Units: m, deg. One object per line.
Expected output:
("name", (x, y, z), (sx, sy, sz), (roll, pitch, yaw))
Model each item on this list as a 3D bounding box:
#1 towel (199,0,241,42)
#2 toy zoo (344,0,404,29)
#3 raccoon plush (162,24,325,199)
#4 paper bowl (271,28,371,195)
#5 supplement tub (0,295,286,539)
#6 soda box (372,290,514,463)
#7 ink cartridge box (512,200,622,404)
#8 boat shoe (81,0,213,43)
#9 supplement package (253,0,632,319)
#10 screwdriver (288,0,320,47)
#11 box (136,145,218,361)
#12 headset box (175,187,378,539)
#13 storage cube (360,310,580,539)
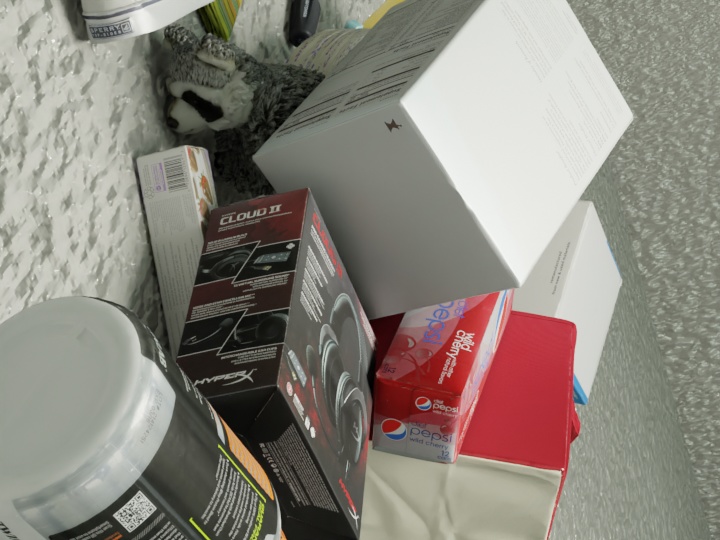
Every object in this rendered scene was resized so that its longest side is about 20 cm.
("towel", (-0.112, -0.270, 1.191), (0.201, 0.018, 0.086), (-82, 159, -49))
("toy zoo", (0.030, -0.191, 1.422), (0.020, 0.131, 0.200), (37, -4, 30))
("raccoon plush", (-0.066, -0.152, 1.077), (0.200, 0.096, 0.135), (-51, 131, -38))
("paper bowl", (0.016, -0.105, 1.234), (0.200, 0.104, 0.202), (-10, 102, -57))
("supplement tub", (-0.118, 0.116, 0.747), (0.200, 0.122, 0.123), (59, 26, -45))
("soda box", (0.066, 0.050, 1.063), (0.200, 0.063, 0.070), (-63, 161, -52))
("ink cartridge box", (0.124, 0.021, 1.374), (0.147, 0.199, 0.145), (54, 50, -53))
("boat shoe", (-0.139, -0.211, 0.990), (0.200, 0.071, 0.066), (-49, 130, -58))
("supplement package", (0.062, -0.095, 1.021), (0.152, 0.150, 0.200), (55, 49, -20))
("screwdriver", (-0.043, -0.282, 1.374), (0.028, 0.029, 0.201), (61, 29, -42))
("box", (-0.109, 0.017, 0.972), (0.039, 0.041, 0.202), (0, 78, -73))
("headset box", (-0.049, 0.057, 0.938), (0.201, 0.077, 0.149), (-82, 156, -48))
("storage cube", (0.072, 0.145, 1.139), (0.180, 0.198, 0.172), (-73, 171, -54))
